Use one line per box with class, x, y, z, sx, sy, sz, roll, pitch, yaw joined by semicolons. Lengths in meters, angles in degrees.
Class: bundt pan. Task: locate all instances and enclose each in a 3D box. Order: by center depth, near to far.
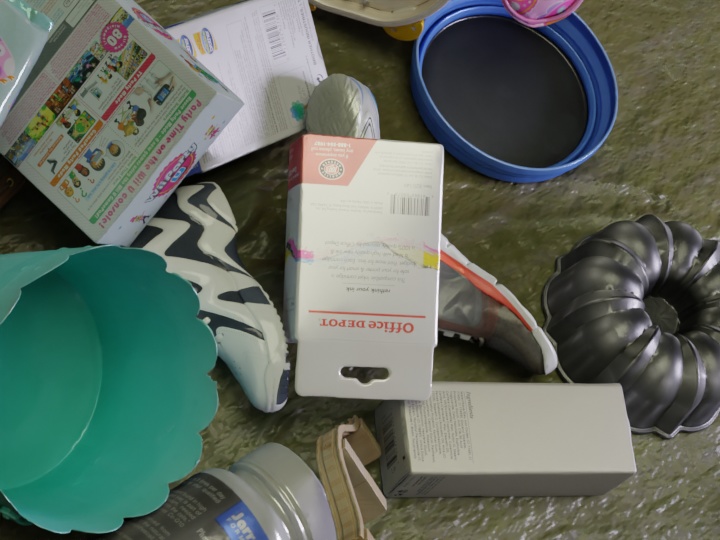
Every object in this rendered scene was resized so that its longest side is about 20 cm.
bundt pan;0.262;0.039;1.430;0.200;0.076;0.203;9;62;-16

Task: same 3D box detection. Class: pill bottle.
pill bottle;-0.119;0.214;1.185;0.199;0.114;0.114;-32;78;-29

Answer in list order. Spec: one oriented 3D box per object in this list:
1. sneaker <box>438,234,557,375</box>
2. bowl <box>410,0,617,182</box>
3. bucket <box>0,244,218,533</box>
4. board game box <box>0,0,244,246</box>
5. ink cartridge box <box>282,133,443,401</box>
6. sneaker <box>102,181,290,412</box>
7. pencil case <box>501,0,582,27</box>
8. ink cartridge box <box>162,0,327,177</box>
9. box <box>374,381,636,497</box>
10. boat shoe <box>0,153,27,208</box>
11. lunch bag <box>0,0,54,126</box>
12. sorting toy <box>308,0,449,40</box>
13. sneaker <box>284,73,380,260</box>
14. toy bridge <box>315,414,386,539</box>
sneaker;0.075;0.032;1.384;0.200;0.077;0.082;41;86;4
bowl;0.138;-0.172;1.512;0.199;0.039;0.202;8;63;-16
bucket;-0.215;0.079;1.163;0.206;0.134;0.209;-4;96;-43
board game box;-0.211;-0.138;1.248;0.200;0.064;0.148;43;99;13
ink cartridge box;0.000;0.000;1.294;0.116;0.067;0.202;4;85;-12
sneaker;-0.142;0.033;1.290;0.129;0.080;0.200;-17;76;-20
pencil case;0.157;-0.304;1.518;0.087;0.088;0.201;15;34;-12
ink cartridge box;-0.109;-0.156;1.362;0.200;0.042;0.120;-29;109;-44
box;0.117;0.137;1.333;0.198;0.068;0.083;4;64;-18
boat shoe;-0.319;-0.016;1.253;0.067;0.072;0.201;40;64;-29
lunch bag;-0.320;-0.107;1.136;0.122;0.200;0.171;35;61;-24
sorting toy;0.023;-0.312;1.511;0.199;0.107;0.180;18;42;8
sneaker;-0.016;-0.063;1.379;0.072;0.071;0.202;24;71;-56
toy bridge;-0.008;0.156;1.217;0.027;0.200;0.067;-29;108;9
